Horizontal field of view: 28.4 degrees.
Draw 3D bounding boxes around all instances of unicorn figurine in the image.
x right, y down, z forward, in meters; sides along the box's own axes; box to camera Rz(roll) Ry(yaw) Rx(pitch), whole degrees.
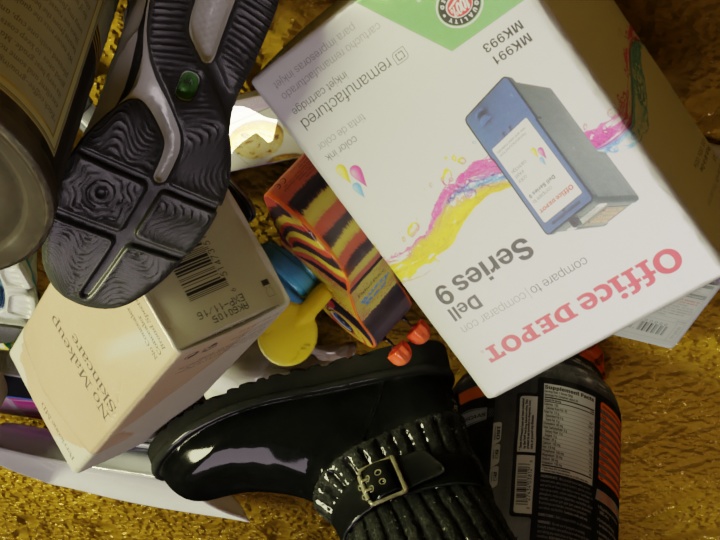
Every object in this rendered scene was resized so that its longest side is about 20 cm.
[{"bbox_3d":[-0.074,0.059,0.984,0.136,0.075,0.201,10,143,-9],"label":"unicorn figurine"}]

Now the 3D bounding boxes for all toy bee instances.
[{"bbox_3d":[0.000,0.000,0.832,0.108,0.131,0.200,40,-172,9],"label":"toy bee"}]

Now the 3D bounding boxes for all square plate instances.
[{"bbox_3d":[-0.205,0.162,1.157,0.196,0.029,0.200,8,164,15],"label":"square plate"}]

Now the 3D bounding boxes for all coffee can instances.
[{"bbox_3d":[-0.184,-0.122,0.641,0.144,0.202,0.147,7,146,5],"label":"coffee can"}]

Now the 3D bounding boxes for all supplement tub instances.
[{"bbox_3d":[0.112,0.145,0.947,0.121,0.202,0.123,6,148,4],"label":"supplement tub"}]

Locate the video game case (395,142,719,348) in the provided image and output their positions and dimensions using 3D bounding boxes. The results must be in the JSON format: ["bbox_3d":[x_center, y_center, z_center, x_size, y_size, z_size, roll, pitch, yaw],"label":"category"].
[{"bbox_3d":[0.131,-0.027,0.858,0.198,0.024,0.182,14,146,-5],"label":"video game case"}]

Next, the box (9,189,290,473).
[{"bbox_3d":[-0.127,0.033,0.815,0.077,0.096,0.200,-25,167,-35],"label":"box"}]

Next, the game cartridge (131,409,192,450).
[{"bbox_3d":[-0.096,0.123,1.045,0.198,0.039,0.129,3,173,27],"label":"game cartridge"}]

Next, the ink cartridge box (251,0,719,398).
[{"bbox_3d":[0.069,-0.062,0.681,0.145,0.088,0.201,-30,103,32],"label":"ink cartridge box"}]

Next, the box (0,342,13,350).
[{"bbox_3d":[-0.333,-0.001,0.965,0.198,0.049,0.118,2,145,26],"label":"box"}]

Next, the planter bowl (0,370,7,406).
[{"bbox_3d":[-0.361,0.102,0.971,0.198,0.136,0.201,16,151,9],"label":"planter bowl"}]

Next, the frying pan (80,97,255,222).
[{"bbox_3d":[-0.131,-0.076,0.809,0.114,0.031,0.190,18,161,42],"label":"frying pan"}]

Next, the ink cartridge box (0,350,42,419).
[{"bbox_3d":[-0.286,0.078,1.083,0.197,0.038,0.095,11,155,-1],"label":"ink cartridge box"}]

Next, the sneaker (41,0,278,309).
[{"bbox_3d":[-0.098,-0.085,0.706,0.075,0.116,0.202,21,106,-18],"label":"sneaker"}]

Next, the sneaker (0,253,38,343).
[{"bbox_3d":[-0.239,-0.060,0.860,0.074,0.087,0.202,-5,121,3],"label":"sneaker"}]

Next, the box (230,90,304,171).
[{"bbox_3d":[0.014,-0.092,0.766,0.198,0.039,0.042,-8,104,25],"label":"box"}]

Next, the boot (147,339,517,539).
[{"bbox_3d":[-0.019,0.142,0.857,0.209,0.159,0.080,-18,154,5],"label":"boot"}]
